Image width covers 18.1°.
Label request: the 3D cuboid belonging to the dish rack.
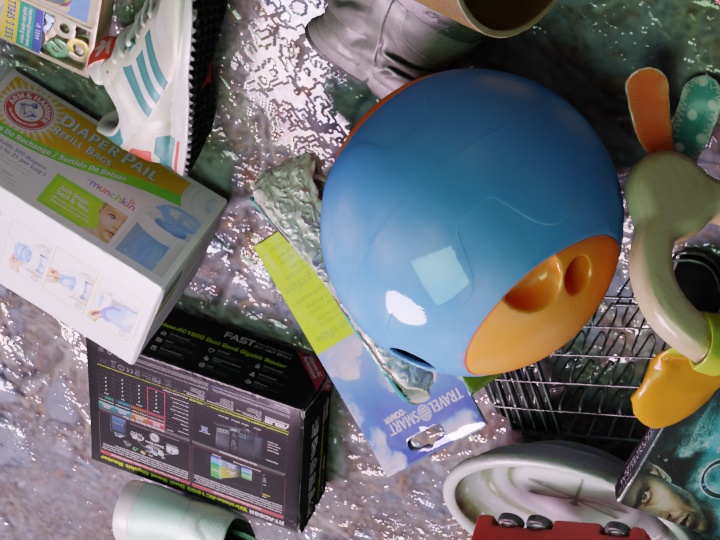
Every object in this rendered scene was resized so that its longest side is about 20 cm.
[{"bbox_3d":[0.174,0.061,1.630,0.199,0.055,0.154,1,127,31],"label":"dish rack"}]

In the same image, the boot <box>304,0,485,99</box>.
[{"bbox_3d":[-0.010,-0.189,1.508,0.200,0.068,0.131,39,142,-5],"label":"boot"}]

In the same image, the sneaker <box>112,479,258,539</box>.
[{"bbox_3d":[-0.135,0.251,1.927,0.117,0.074,0.201,16,156,16],"label":"sneaker"}]

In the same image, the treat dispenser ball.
[{"bbox_3d":[0.073,-0.031,1.480,0.200,0.201,0.202,16,134,17],"label":"treat dispenser ball"}]

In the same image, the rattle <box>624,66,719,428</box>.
[{"bbox_3d":[0.205,-0.017,1.489,0.201,0.130,0.143,62,168,11],"label":"rattle"}]

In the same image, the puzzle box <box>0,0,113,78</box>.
[{"bbox_3d":[-0.235,-0.242,1.612,0.132,0.025,0.201,25,136,9],"label":"puzzle box"}]

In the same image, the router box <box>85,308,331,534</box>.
[{"bbox_3d":[-0.123,0.115,1.837,0.199,0.062,0.151,19,135,14],"label":"router box"}]

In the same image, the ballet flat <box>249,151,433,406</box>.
[{"bbox_3d":[0.000,0.000,1.584,0.200,0.072,0.072,53,136,5],"label":"ballet flat"}]

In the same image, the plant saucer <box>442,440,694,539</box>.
[{"bbox_3d":[0.163,0.176,1.718,0.199,0.050,0.201,16,152,9],"label":"plant saucer"}]

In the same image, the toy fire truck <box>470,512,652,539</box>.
[{"bbox_3d":[0.149,0.242,1.737,0.199,0.049,0.141,1,146,31],"label":"toy fire truck"}]

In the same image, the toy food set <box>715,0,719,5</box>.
[{"bbox_3d":[0.220,-0.241,1.314,0.199,0.049,0.199,14,131,-1],"label":"toy food set"}]

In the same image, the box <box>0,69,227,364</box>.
[{"bbox_3d":[-0.220,-0.042,1.717,0.199,0.113,0.102,31,138,2],"label":"box"}]

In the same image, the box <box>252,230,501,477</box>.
[{"bbox_3d":[0.016,0.039,1.659,0.122,0.048,0.201,-32,88,44],"label":"box"}]

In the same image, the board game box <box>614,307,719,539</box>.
[{"bbox_3d":[0.279,0.105,1.568,0.134,0.028,0.201,20,122,-9],"label":"board game box"}]

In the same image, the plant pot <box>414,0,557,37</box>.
[{"bbox_3d":[0.024,-0.257,1.365,0.199,0.186,0.187,21,137,31],"label":"plant pot"}]

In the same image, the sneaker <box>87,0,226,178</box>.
[{"bbox_3d":[-0.151,-0.155,1.608,0.093,0.071,0.201,17,137,8],"label":"sneaker"}]
